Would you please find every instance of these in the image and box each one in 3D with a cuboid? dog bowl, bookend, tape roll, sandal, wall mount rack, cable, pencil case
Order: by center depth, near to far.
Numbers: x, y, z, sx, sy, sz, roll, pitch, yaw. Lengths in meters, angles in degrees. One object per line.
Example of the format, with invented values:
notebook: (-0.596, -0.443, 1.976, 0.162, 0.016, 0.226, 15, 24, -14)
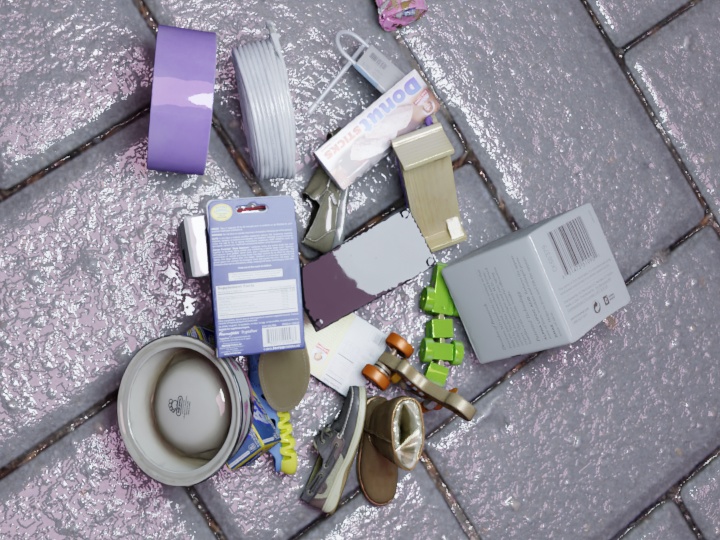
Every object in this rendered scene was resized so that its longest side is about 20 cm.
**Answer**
dog bowl: (-0.233, 0.188, 1.250, 0.196, 0.074, 0.204, -1, 88, 21)
tape roll: (-0.256, -0.241, 1.297, 0.083, 0.200, 0.204, 6, 85, -13)
sandal: (-0.108, 0.091, 1.303, 0.076, 0.070, 0.216, -3, 111, 9)
cable: (-0.139, -0.232, 1.325, 0.068, 0.201, 0.203, -10, 69, -9)
sandal: (-0.149, 0.211, 1.356, 0.085, 0.079, 0.204, -10, 87, -10)
bookend: (0.000, 0.000, 1.361, 0.196, 0.200, 0.093, -29, 90, -2)
wall mount rack: (0.013, -0.266, 1.401, 0.199, 0.074, 0.175, 40, 46, -8)
pencil case: (0.042, -0.491, 1.450, 0.081, 0.086, 0.204, -18, 90, 17)

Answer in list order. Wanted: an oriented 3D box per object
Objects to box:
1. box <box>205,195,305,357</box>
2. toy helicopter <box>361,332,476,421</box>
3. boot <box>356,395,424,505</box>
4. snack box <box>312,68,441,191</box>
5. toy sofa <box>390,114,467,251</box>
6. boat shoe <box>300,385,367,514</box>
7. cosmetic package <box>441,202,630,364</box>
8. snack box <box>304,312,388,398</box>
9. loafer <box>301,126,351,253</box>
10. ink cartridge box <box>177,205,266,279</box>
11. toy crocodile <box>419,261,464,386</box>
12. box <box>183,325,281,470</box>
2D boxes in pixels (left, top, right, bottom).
box: (-0.138, 0.006, 1.193, 0.119, 0.032, 0.204, -4, 94, -15)
toy helicopter: (0.101, 0.181, 1.350, 0.079, 0.199, 0.133, -50, 127, -13)
boot: (0.043, 0.270, 1.332, 0.065, 0.200, 0.179, -5, 87, -14)
snack box: (0.026, -0.210, 1.360, 0.199, 0.024, 0.072, -41, 98, -7)
toy sofa: (0.102, -0.130, 1.388, 0.081, 0.202, 0.098, -19, 48, -3)
boat shoe: (-0.041, 0.267, 1.367, 0.065, 0.072, 0.204, 15, 100, -7)
cosmetic package: (0.265, 0.022, 1.384, 0.163, 0.199, 0.167, -25, 91, -37)
snack box: (-0.064, 0.101, 1.402, 0.198, 0.037, 0.117, 34, 79, -10)
loafer: (-0.053, -0.124, 1.401, 0.068, 0.075, 0.204, 7, 82, -14)
ink cartridge box: (-0.183, -0.039, 1.301, 0.142, 0.200, 0.085, -9, 92, -14)
toy crocodile: (0.125, 0.088, 1.444, 0.066, 0.062, 0.204, 6, 80, -14)
box: (-0.199, 0.181, 1.310, 0.070, 0.064, 0.202, -37, 77, 15)
